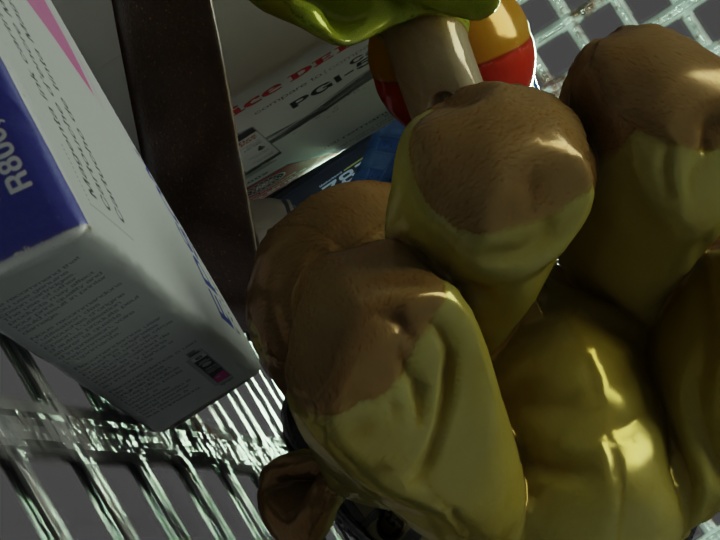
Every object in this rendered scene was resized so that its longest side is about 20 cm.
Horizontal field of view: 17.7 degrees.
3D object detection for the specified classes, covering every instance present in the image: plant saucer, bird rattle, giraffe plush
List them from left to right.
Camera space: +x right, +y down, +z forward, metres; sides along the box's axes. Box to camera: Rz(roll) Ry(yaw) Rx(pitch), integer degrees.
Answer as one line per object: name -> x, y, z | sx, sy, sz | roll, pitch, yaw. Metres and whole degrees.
plant saucer -> -0.067, -0.072, 0.818 | 0.200, 0.034, 0.201 | 169, -90, -87
bird rattle -> 0.040, -0.070, 0.852 | 0.200, 0.112, 0.163 | 59, 17, -14
giraffe plush -> 0.033, 0.027, 0.679 | 0.162, 0.172, 0.200 | 26, -44, 57

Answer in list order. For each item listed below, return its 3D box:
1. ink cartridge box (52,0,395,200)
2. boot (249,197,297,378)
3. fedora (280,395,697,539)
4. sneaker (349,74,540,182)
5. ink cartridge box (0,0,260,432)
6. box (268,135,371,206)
ink cartridge box -> -0.041, -0.102, 1.025 | 0.083, 0.147, 0.200 | 60, 4, 9
boot -> 0.000, 0.000, 0.950 | 0.200, 0.090, 0.073 | -129, -149, -85
fedora -> 0.068, 0.077, 0.894 | 0.200, 0.092, 0.201 | 32, 13, -8
sneaker -> 0.026, -0.053, 1.185 | 0.077, 0.200, 0.111 | 14, 55, -27
ink cartridge box -> -0.109, -0.067, 0.583 | 0.197, 0.043, 0.200 | 60, 2, 20
box -> -0.039, -0.137, 1.292 | 0.200, 0.161, 0.049 | 60, 4, 25
